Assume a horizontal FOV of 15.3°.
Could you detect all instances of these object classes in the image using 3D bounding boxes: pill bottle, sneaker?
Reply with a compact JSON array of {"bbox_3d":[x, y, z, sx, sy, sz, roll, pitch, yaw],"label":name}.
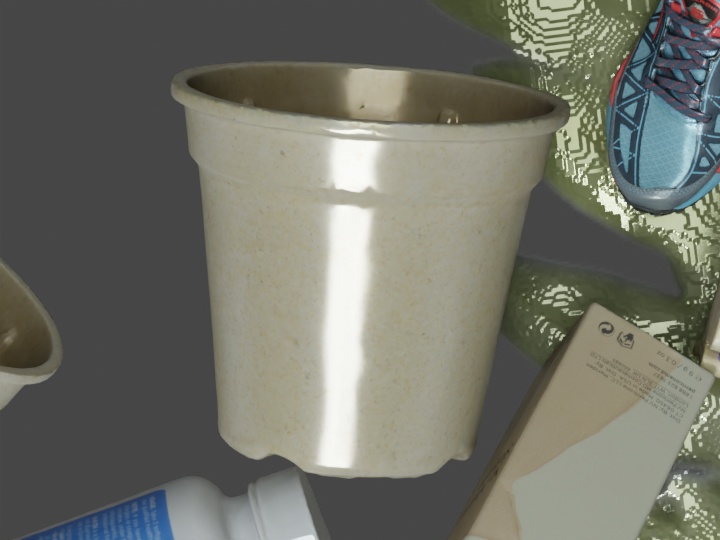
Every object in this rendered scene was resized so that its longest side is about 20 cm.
[{"bbox_3d":[-0.111,0.173,1.396,0.199,0.112,0.113,-20,91,2],"label":"pill bottle"},{"bbox_3d":[0.174,-0.128,1.389,0.079,0.095,0.201,21,89,19],"label":"sneaker"}]

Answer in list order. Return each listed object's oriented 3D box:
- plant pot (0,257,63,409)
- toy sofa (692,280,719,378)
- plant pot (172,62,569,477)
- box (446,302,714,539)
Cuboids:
[{"bbox_3d":[-0.285,0.061,1.371,0.200,0.200,0.184,37,102,0],"label":"plant pot"},{"bbox_3d":[0.242,-0.032,1.394,0.082,0.098,0.201,17,90,1],"label":"toy sofa"},{"bbox_3d":[0.000,0.000,1.357,0.199,0.200,0.185,4,102,1],"label":"plant pot"},{"bbox_3d":[0.096,0.126,1.353,0.078,0.095,0.200,32,54,1],"label":"box"}]
